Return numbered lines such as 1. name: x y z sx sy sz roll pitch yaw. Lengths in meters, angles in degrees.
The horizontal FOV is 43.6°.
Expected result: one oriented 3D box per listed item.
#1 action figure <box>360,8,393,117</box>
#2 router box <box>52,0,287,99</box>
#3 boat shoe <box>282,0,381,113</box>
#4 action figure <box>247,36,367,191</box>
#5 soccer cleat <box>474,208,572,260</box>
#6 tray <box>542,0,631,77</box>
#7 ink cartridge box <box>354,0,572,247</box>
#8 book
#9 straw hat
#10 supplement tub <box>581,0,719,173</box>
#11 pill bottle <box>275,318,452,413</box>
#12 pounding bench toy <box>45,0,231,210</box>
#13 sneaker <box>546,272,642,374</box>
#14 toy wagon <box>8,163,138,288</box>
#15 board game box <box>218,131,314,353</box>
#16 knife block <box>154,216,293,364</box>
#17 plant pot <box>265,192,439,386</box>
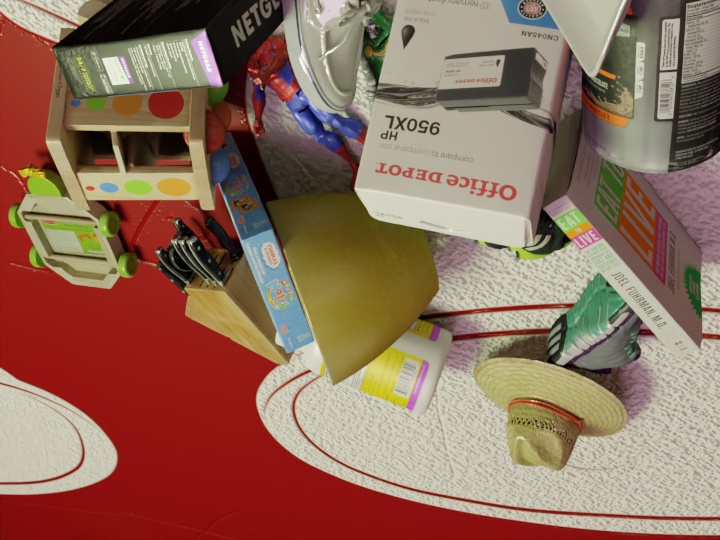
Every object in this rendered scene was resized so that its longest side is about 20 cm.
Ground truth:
1. action figure: 0.045 -0.159 0.851 0.117 0.055 0.202 -6 125 34
2. router box: -0.142 -0.217 0.765 0.147 0.201 0.052 0 128 24
3. boat shoe: -0.013 -0.232 0.753 0.085 0.074 0.205 10 115 36
4. action figure: -0.062 -0.149 0.879 0.065 0.100 0.200 -28 114 40
5. soccer cleat: 0.153 -0.053 0.840 0.080 0.069 0.199 -21 163 25
6. tray: 0.150 -0.240 0.634 0.022 0.202 0.108 -4 140 -16
7. ink cartridge box: 0.089 -0.135 0.733 0.142 0.203 0.084 11 170 14
8. book: 0.241 -0.033 0.819 0.048 0.134 0.200 -30 116 37
9. straw hat: 0.211 0.187 1.050 0.198 0.086 0.202 19 155 9
10. supplement tub: 0.228 -0.187 0.681 0.121 0.123 0.202 6 134 20
11. pill bottle: 0.003 0.088 1.075 0.197 0.105 0.105 21 138 5
12. pounding bench toy: -0.204 -0.176 0.883 0.153 0.203 0.125 -1 155 -4
13. sneaker: 0.271 0.056 0.944 0.086 0.075 0.200 16 155 -6
14. toy wagon: -0.374 -0.059 1.154 0.153 0.040 0.202 6 134 20
15. board game box: -0.109 -0.034 0.951 0.036 0.201 0.153 -22 130 -6
16. knife block: -0.149 0.019 1.079 0.198 0.065 0.176 28 152 -2
17. plant pot: 0.000 0.000 0.945 0.140 0.201 0.202 -20 130 -5
